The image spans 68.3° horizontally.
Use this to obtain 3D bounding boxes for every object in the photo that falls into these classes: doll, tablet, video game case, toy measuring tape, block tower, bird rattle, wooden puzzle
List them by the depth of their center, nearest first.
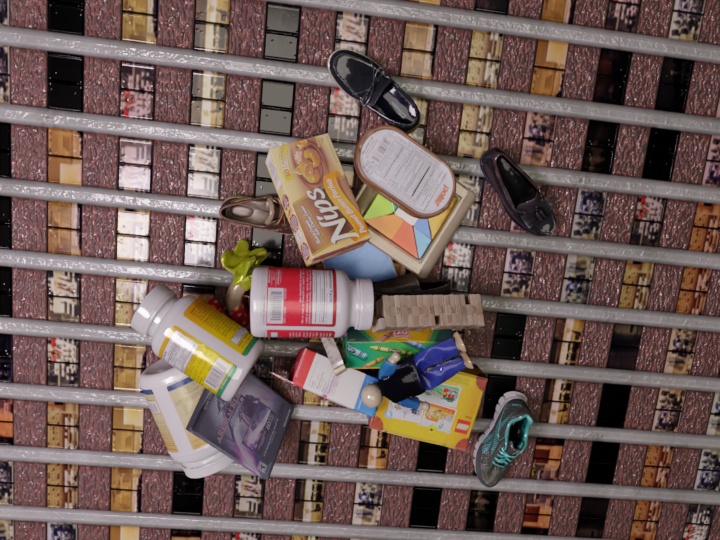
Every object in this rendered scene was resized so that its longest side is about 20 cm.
[{"bbox_3d":[0.093,0.184,0.906,0.197,0.049,0.138,-25,116,3],"label":"doll"},{"bbox_3d":[0.119,0.073,0.918,0.195,0.054,0.059,-2,75,-14],"label":"block tower"},{"bbox_3d":[-0.206,0.263,0.950,0.019,0.145,0.201,-10,135,35],"label":"video game case"},{"bbox_3d":[-0.065,0.109,0.958,0.073,0.074,0.202,-30,57,2],"label":"toy measuring tape"},{"bbox_3d":[-0.196,0.056,0.961,0.160,0.112,0.204,15,99,-27],"label":"bird rattle"},{"bbox_3d":[0.092,-0.112,0.974,0.198,0.037,0.187,32,92,-11],"label":"wooden puzzle"},{"bbox_3d":[0.000,0.000,1.007,0.128,0.014,0.204,-20,100,0],"label":"tablet"}]

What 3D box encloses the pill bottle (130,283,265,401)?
[{"bbox_3d":[-0.265,0.112,0.864,0.198,0.113,0.114,33,96,-3],"label":"pill bottle"}]

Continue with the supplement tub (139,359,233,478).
[{"bbox_3d":[-0.298,0.252,0.964,0.142,0.145,0.204,-19,101,0],"label":"supplement tub"}]

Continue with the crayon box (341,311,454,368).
[{"bbox_3d":[0.064,0.120,0.967,0.195,0.119,0.059,1,116,-8],"label":"crayon box"}]

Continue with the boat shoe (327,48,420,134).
[{"bbox_3d":[0.027,-0.317,0.930,0.199,0.062,0.075,39,97,-8],"label":"boat shoe"}]

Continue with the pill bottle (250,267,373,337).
[{"bbox_3d":[-0.080,0.053,0.877,0.195,0.112,0.115,2,100,-8],"label":"pill bottle"}]

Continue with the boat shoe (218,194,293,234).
[{"bbox_3d":[-0.154,-0.101,0.949,0.195,0.072,0.074,6,100,-5],"label":"boat shoe"}]

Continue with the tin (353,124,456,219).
[{"bbox_3d":[0.079,-0.172,0.936,0.198,0.042,0.113,33,96,-6],"label":"tin"}]

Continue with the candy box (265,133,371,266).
[{"bbox_3d":[-0.074,-0.123,0.913,0.114,0.055,0.204,-20,83,-23],"label":"candy box"}]

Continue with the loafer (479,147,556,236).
[{"bbox_3d":[0.294,-0.139,0.977,0.072,0.063,0.200,-41,100,4],"label":"loafer"}]

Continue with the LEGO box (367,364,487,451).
[{"bbox_3d":[0.126,0.243,1.025,0.196,0.077,0.152,15,99,-7],"label":"LEGO box"}]

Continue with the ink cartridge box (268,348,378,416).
[{"bbox_3d":[-0.066,0.197,0.978,0.197,0.116,0.068,25,76,-8],"label":"ink cartridge box"}]

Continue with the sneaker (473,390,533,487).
[{"bbox_3d":[0.283,0.343,1.047,0.076,0.091,0.204,16,99,-6],"label":"sneaker"}]

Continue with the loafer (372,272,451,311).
[{"bbox_3d":[0.078,0.034,0.975,0.195,0.073,0.073,6,108,-15],"label":"loafer"}]
